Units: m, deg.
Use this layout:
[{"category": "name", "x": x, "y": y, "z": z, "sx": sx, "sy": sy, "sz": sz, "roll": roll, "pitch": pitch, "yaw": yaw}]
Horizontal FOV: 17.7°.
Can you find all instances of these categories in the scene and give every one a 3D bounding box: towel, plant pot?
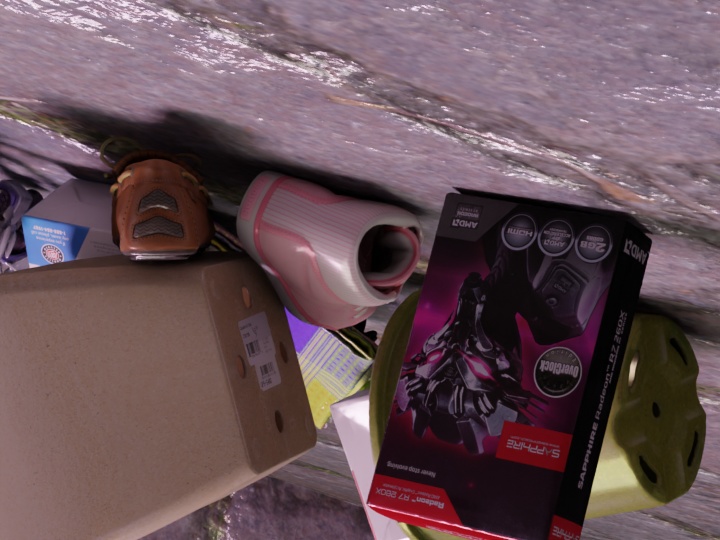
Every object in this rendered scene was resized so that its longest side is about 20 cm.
[{"category": "towel", "x": -0.084, "y": 0.035, "z": 1.739, "sx": 0.200, "sy": 0.023, "sz": 0.144, "roll": 37, "pitch": 148, "yaw": -3}, {"category": "plant pot", "x": 0.135, "y": 0.102, "z": 1.628, "sx": 0.183, "sy": 0.202, "sz": 0.200, "roll": -6, "pitch": 159, "yaw": 35}, {"category": "plant pot", "x": -0.142, "y": 0.080, "z": 1.524, "sx": 0.176, "sy": 0.201, "sz": 0.200, "roll": -14, "pitch": 180, "yaw": 18}]

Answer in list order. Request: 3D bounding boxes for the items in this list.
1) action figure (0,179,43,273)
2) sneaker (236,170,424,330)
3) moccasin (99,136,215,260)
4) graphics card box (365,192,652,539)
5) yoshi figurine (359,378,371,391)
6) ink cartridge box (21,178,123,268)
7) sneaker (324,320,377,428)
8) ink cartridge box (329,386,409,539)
[{"category": "action figure", "x": -0.286, "y": -0.045, "z": 1.697, "sx": 0.130, "sy": 0.069, "sz": 0.200, "roll": 44, "pitch": -178, "yaw": 27}, {"category": "sneaker", "x": 0.000, "y": 0.000, "z": 1.526, "sx": 0.104, "sy": 0.076, "sz": 0.200, "roll": 17, "pitch": 167, "yaw": 24}, {"category": "moccasin", "x": -0.132, "y": -0.048, "z": 1.487, "sx": 0.073, "sy": 0.078, "sz": 0.201, "roll": -1, "pitch": -178, "yaw": 1}, {"category": "graphics card box", "x": 0.089, "y": 0.061, "z": 1.367, "sx": 0.125, "sy": 0.201, "sz": 0.051, "roll": 11, "pitch": 170, "yaw": 31}, {"category": "yoshi figurine", "x": 0.062, "y": 0.122, "z": 1.904, "sx": 0.112, "sy": 0.113, "sz": 0.200, "roll": 26, "pitch": -170, "yaw": 23}, {"category": "ink cartridge box", "x": -0.172, "y": 0.042, "z": 1.701, "sx": 0.116, "sy": 0.201, "sz": 0.067, "roll": 11, "pitch": -147, "yaw": 26}, {"category": "sneaker", "x": -0.028, "y": 0.064, "z": 1.870, "sx": 0.074, "sy": 0.087, "sz": 0.200, "roll": 41, "pitch": 166, "yaw": 14}, {"category": "ink cartridge box", "x": 0.070, "y": 0.126, "z": 1.768, "sx": 0.067, "sy": 0.117, "sz": 0.200, "roll": -18, "pitch": -179, "yaw": 34}]
